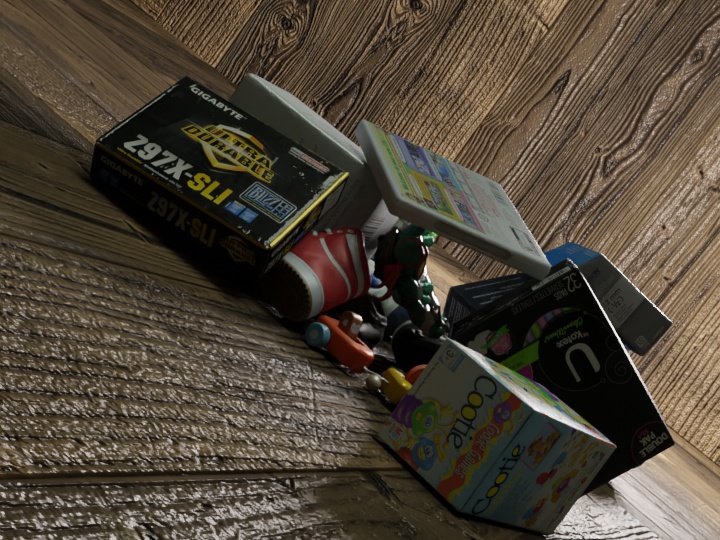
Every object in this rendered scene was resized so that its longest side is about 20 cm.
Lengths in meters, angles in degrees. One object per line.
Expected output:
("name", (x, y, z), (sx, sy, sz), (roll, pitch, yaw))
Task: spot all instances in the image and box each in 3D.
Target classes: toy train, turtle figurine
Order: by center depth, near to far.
("toy train", (0.038, 0.092, 1.387), (0.150, 0.056, 0.200), (42, 8, 35))
("turtle figurine", (0.063, -0.011, 1.522), (0.100, 0.151, 0.200), (18, -4, -2))

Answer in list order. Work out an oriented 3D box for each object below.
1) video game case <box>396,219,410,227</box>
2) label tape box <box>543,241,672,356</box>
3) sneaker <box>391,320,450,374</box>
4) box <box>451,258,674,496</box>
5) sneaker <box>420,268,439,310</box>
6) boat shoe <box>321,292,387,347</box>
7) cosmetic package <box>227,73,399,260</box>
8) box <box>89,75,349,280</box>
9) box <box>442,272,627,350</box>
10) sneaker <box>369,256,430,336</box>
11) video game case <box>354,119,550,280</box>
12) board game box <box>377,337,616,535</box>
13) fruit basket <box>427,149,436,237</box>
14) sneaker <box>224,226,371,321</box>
("video game case", (-0.018, -0.071, 1.851), (0.199, 0.036, 0.182), (38, -37, 7))
("label tape box", (0.301, 0.014, 1.866), (0.200, 0.066, 0.143), (45, 0, -11))
("sneaker", (0.119, 0.130, 1.533), (0.199, 0.074, 0.112), (28, 10, -2))
("box", (0.201, 0.113, 1.432), (0.201, 0.148, 0.124), (61, 6, -2))
("sneaker", (0.052, 0.022, 1.995), (0.085, 0.074, 0.200), (64, -8, -13))
("boat shoe", (0.003, 0.044, 1.533), (0.067, 0.057, 0.200), (37, 6, 6))
("cosmetic package", (-0.073, -0.082, 1.539), (0.200, 0.165, 0.165), (39, 8, 10))
("box", (-0.134, -0.092, 1.363), (0.199, 0.050, 0.160), (32, 42, 11))
("box", (0.216, 0.100, 1.817), (0.147, 0.105, 0.200), (-9, 35, -32))
("sneaker", (0.000, 0.000, 1.724), (0.146, 0.081, 0.200), (36, 10, -46))
("video game case", (0.090, -0.074, 1.451), (0.181, 0.022, 0.200), (23, 21, -22))
("board game box", (0.121, 0.146, 1.219), (0.103, 0.105, 0.200), (40, 6, 32))
("fruit basket", (0.056, -0.138, 2.506), (0.215, 0.216, 0.156), (35, 6, -13))
("sneaker", (-0.072, -0.031, 1.415), (0.112, 0.072, 0.200), (-15, 50, -40))
